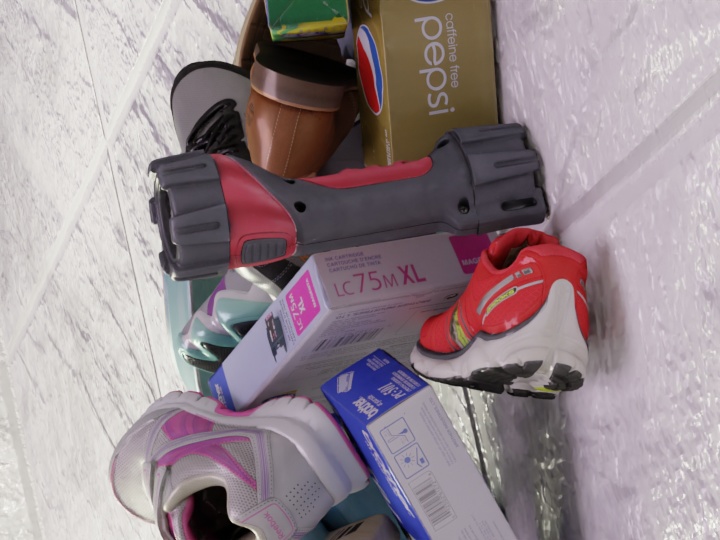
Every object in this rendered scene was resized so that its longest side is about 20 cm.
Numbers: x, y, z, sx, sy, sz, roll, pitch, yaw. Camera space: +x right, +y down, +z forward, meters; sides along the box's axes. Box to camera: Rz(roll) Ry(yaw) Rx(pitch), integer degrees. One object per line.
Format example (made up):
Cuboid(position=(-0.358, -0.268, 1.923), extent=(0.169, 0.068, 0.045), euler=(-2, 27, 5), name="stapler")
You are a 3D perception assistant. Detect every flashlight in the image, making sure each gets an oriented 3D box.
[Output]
Cuboid(position=(-0.009, -0.041, 1.577), extent=(0.068, 0.199, 0.068), euler=(-156, 57, -73), name="flashlight")

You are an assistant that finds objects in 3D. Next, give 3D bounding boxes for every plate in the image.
Cuboid(position=(-0.107, 0.003, 1.939), extent=(0.200, 0.025, 0.201), euler=(-3, -90, -85), name="plate")

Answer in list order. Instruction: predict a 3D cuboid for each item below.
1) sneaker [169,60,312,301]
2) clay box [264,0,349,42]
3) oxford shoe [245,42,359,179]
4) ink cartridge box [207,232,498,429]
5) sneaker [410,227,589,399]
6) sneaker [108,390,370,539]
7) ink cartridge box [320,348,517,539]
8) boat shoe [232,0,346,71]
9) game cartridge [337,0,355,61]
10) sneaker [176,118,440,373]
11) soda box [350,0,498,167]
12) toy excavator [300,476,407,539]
Cuboid(position=(-0.067, -0.060, 1.755), extent=(0.074, 0.079, 0.200), euler=(-45, 46, 16), name="sneaker")
Cuboid(position=(-0.034, -0.186, 1.660), extent=(0.200, 0.047, 0.116), euler=(-147, 51, -88), name="clay box")
Cuboid(position=(-0.036, -0.088, 1.713), extent=(0.200, 0.071, 0.072), euler=(-45, -30, -77), name="oxford shoe")
Cuboid(position=(-0.008, 0.041, 1.707), extent=(0.200, 0.119, 0.042), euler=(-52, 53, 53), name="ink cartridge box")
Cuboid(position=(0.082, 0.021, 1.577), extent=(0.200, 0.077, 0.085), euler=(165, 114, -75), name="sneaker")
Cuboid(position=(-0.088, 0.122, 1.687), extent=(0.200, 0.088, 0.082), euler=(-11, 118, 53), name="sneaker")
Cuboid(position=(0.053, 0.144, 1.641), extent=(0.201, 0.044, 0.094), euler=(61, 171, -17), name="ink cartridge box")
Cuboid(position=(-0.060, -0.106, 1.887), extent=(0.072, 0.072, 0.201), euler=(13, 92, 65), name="boat shoe")
Cuboid(position=(-0.011, -0.233, 1.786), extent=(0.133, 0.041, 0.201), euler=(98, 157, -60), name="game cartridge")
Cuboid(position=(-0.035, -0.030, 1.822), extent=(0.078, 0.200, 0.140), euler=(31, -141, -45), name="sneaker")
Cuboid(position=(0.031, -0.145, 1.622), extent=(0.068, 0.064, 0.201), euler=(-130, 33, -65), name="soda box")
Cuboid(position=(-0.016, 0.157, 1.728), extent=(0.100, 0.194, 0.200), euler=(52, 137, -6), name="toy excavator")
